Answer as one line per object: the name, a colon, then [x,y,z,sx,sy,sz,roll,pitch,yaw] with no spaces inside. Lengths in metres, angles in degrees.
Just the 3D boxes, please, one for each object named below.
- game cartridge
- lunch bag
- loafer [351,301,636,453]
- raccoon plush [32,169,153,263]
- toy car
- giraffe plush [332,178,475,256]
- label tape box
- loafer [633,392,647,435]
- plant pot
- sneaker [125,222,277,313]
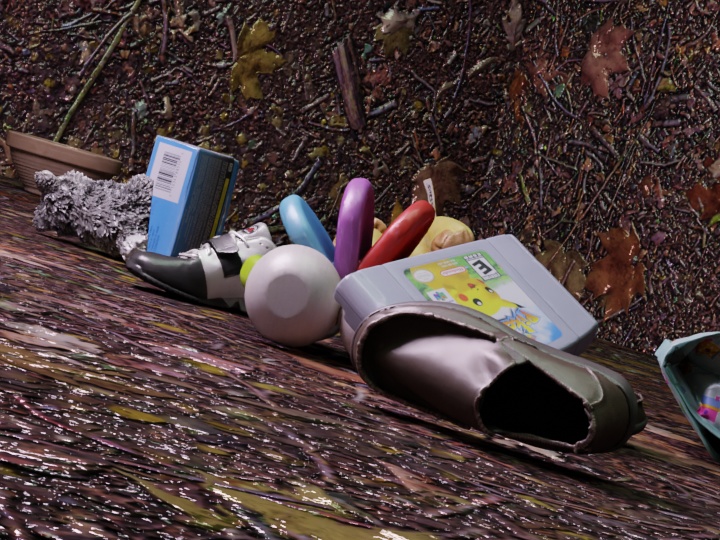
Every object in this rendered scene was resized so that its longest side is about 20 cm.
game cartridge: [0.091,0.038,1.309,0.198,0.041,0.134,-14,54,-40]
lunch bag: [0.358,0.116,1.507,0.198,0.123,0.170,22,4,10]
loafer: [0.082,0.069,1.101,0.198,0.074,0.071,13,8,19]
raccoon plush: [-0.296,-0.064,1.826,0.132,0.098,0.200,7,4,-9]
toy car: [0.000,0.000,1.421,0.198,0.152,0.175,16,2,8]
giraffe plush: [0.040,-0.007,2.077,0.160,0.202,0.173,-11,-19,-24]
label tape box: [-0.222,-0.087,2.136,0.065,0.145,0.200,16,2,10]
loafer: [0.150,0.086,1.360,0.198,0.072,0.073,15,2,-18]
plant pot: [-0.509,-0.167,2.834,0.198,0.094,0.201,15,2,-1]
sneaker: [-0.127,-0.008,1.594,0.198,0.090,0.074,13,4,-30]
